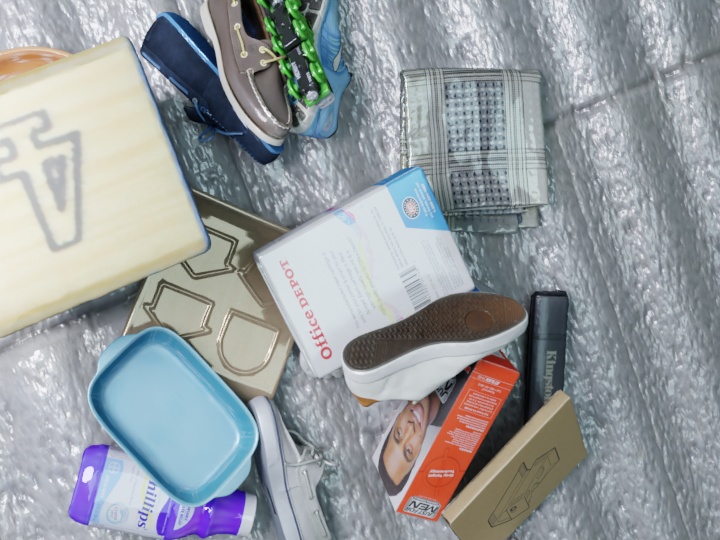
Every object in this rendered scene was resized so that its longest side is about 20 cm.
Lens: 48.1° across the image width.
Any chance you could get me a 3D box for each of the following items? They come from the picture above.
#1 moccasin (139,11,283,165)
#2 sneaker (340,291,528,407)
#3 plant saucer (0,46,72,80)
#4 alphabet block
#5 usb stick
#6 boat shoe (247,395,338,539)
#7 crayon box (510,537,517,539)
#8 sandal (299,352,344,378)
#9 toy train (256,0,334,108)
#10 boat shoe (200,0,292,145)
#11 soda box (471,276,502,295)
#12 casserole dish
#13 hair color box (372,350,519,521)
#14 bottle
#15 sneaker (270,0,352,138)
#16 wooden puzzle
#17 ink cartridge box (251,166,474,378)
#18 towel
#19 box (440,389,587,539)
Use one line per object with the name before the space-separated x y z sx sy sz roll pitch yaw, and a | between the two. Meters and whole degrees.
moccasin | -0.164 -0.190 0.891 0.068 0.080 0.201 -41 83 17
sneaker | 0.078 0.084 0.834 0.195 0.074 0.086 -16 133 -5
plant saucer | -0.338 -0.132 0.859 0.195 0.037 0.206 0 91 -16
alphabet block | -0.264 -0.075 0.757 0.196 0.195 0.200 -23 95 -8
usb stick | 0.234 0.126 1.021 0.054 0.032 0.205 3 91 -22
boat shoe | -0.068 0.228 0.920 0.085 0.074 0.207 -19 104 -21
crayon box | 0.155 0.428 0.960 0.200 0.126 0.052 -43 101 -10
sandal | 0.026 0.085 0.953 0.198 0.083 0.051 0 49 -16
toy train | -0.070 -0.249 0.847 0.041 0.056 0.203 -30 61 18
boat shoe | -0.113 -0.227 0.859 0.059 0.071 0.203 -35 63 27
soda box | 0.086 0.022 0.964 0.197 0.063 0.071 30 84 -14
casserole dish | -0.197 0.154 0.853 0.201 0.039 0.121 48 67 -7
hair color box | 0.092 0.168 0.915 0.060 0.102 0.203 19 106 -23
bottle | -0.213 0.251 0.886 0.196 0.065 0.086 17 84 -15
sneaker | -0.052 -0.244 0.924 0.089 0.077 0.205 21 71 -52
wooden puzzle | -0.154 0.032 0.911 0.182 0.046 0.204 22 90 -14
ink cartridge box | 0.000 0.000 0.865 0.197 0.085 0.147 -29 101 -10
towel | 0.140 -0.145 0.989 0.188 0.034 0.205 -2 93 -15
box | 0.191 0.254 0.970 0.200 0.021 0.164 -43 140 -10
